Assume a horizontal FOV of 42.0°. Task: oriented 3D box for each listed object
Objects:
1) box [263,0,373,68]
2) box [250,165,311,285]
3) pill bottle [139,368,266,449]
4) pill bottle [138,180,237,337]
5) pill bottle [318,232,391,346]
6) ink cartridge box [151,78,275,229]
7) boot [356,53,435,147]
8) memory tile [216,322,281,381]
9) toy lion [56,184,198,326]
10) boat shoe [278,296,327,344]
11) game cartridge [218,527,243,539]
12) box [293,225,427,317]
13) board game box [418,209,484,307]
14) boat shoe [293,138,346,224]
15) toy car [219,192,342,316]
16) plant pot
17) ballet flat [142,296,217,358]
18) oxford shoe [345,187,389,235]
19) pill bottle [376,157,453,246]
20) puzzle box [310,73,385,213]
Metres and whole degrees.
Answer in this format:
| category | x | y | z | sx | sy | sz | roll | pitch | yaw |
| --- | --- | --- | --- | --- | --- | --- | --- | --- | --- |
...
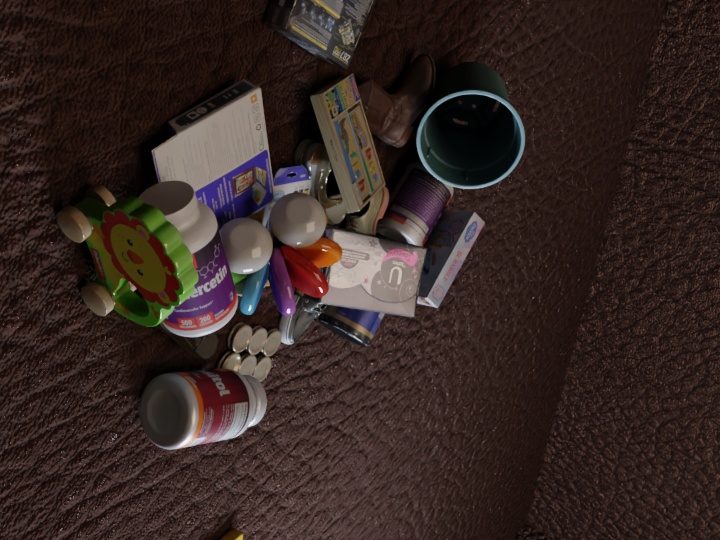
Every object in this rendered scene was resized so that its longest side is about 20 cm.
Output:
| category | x | y | z | sx | sy | sz | roll | pitch | yaw |
| --- | --- | --- | --- | --- | --- | --- | --- | --- | --- |
| box | -0.051 | -0.412 | 1.416 | 0.200 | 0.049 | 0.163 | 11 | 99 | -63 |
| box | -0.139 | -0.075 | 1.526 | 0.119 | 0.041 | 0.202 | -18 | 124 | -56 |
| pill bottle | -0.239 | 0.212 | 1.471 | 0.199 | 0.112 | 0.114 | 4 | 107 | -60 |
| pill bottle | -0.236 | -0.015 | 1.253 | 0.112 | 0.112 | 0.201 | -46 | 142 | -35 |
| pill bottle | 0.010 | 0.034 | 1.802 | 0.201 | 0.111 | 0.112 | -63 | 153 | -9 |
| ink cartridge box | -0.212 | -0.139 | 1.329 | 0.200 | 0.043 | 0.199 | -38 | 141 | -34 |
| boot | 0.050 | -0.320 | 1.668 | 0.199 | 0.064 | 0.188 | 11 | 98 | -58 |
| memory tile | -0.209 | 0.189 | 1.624 | 0.153 | 0.017 | 0.202 | 15 | 97 | -63 |
| toy lion | -0.275 | -0.008 | 1.156 | 0.069 | 0.191 | 0.201 | -44 | 146 | -37 |
| boat shoe | -0.083 | 0.046 | 1.699 | 0.201 | 0.056 | 0.069 | -64 | 153 | -7 |
| game cartridge | -0.299 | 0.607 | 1.770 | 0.199 | 0.032 | 0.178 | -31 | 136 | -47 |
| box | 0.000 | 0.000 | 1.643 | 0.198 | 0.114 | 0.134 | 10 | 91 | -32 |
| board game box | 0.127 | -0.032 | 1.878 | 0.041 | 0.199 | 0.201 | 40 | 73 | -33 |
| boat shoe | -0.054 | -0.138 | 1.598 | 0.075 | 0.068 | 0.200 | -57 | 152 | -19 |
| toy car | -0.120 | -0.008 | 1.389 | 0.199 | 0.151 | 0.175 | -26 | 167 | -15 |
| plant pot | 0.209 | -0.292 | 1.798 | 0.197 | 0.198 | 0.202 | -82 | 176 | -55 |
| ballet flat | -0.274 | 0.070 | 1.392 | 0.068 | 0.046 | 0.200 | -60 | 148 | -20 |
| oxford shoe | -0.010 | -0.074 | 1.741 | 0.074 | 0.070 | 0.202 | 22 | 81 | -58 |
| pill bottle | 0.116 | -0.143 | 1.861 | 0.201 | 0.111 | 0.112 | -59 | 152 | -16 |
| puzzle box | -0.017 | -0.210 | 1.542 | 0.133 | 0.025 | 0.202 | -50 | 127 | -57 |
